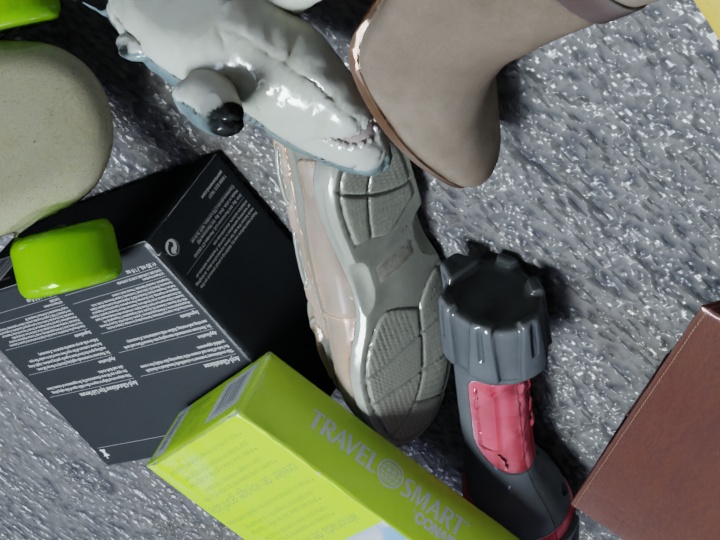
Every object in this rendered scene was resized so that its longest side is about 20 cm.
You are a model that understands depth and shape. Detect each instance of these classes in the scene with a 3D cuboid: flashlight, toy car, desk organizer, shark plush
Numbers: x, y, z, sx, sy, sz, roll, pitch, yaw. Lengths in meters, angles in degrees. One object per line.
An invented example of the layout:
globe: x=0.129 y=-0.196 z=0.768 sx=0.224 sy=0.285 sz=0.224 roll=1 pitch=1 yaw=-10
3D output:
flashlight: x=0.079 y=0.082 z=1.072 sx=0.067 sy=0.068 sz=0.201 roll=-2 pitch=137 yaw=6
toy car: x=-0.218 y=-0.061 z=1.093 sx=0.200 sy=0.157 sz=0.166 roll=179 pitch=78 yaw=-76
desk organizer: x=0.173 y=0.066 z=0.965 sx=0.077 sy=0.072 sz=0.200 roll=33 pitch=146 yaw=8
shark plush: x=-0.077 y=-0.096 z=0.950 sx=0.199 sy=0.091 sz=0.083 roll=15 pitch=163 yaw=33

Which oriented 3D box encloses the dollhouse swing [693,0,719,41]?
dollhouse swing: x=0.203 y=-0.145 z=0.564 sx=0.175 sy=0.200 sz=0.182 roll=-11 pitch=125 yaw=46

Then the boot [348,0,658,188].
boot: x=0.064 y=-0.114 z=0.847 sx=0.145 sy=0.071 sz=0.200 roll=-3 pitch=137 yaw=34

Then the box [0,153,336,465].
box: x=-0.114 y=0.028 z=1.160 sx=0.199 sy=0.079 sz=0.141 roll=-14 pitch=121 yaw=48

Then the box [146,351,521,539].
box: x=-0.005 y=0.133 z=1.095 sx=0.200 sy=0.048 sz=0.122 roll=38 pitch=147 yaw=-12

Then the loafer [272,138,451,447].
loafer: x=0.000 y=0.000 z=1.049 sx=0.063 sy=0.072 sz=0.201 roll=29 pitch=143 yaw=39
